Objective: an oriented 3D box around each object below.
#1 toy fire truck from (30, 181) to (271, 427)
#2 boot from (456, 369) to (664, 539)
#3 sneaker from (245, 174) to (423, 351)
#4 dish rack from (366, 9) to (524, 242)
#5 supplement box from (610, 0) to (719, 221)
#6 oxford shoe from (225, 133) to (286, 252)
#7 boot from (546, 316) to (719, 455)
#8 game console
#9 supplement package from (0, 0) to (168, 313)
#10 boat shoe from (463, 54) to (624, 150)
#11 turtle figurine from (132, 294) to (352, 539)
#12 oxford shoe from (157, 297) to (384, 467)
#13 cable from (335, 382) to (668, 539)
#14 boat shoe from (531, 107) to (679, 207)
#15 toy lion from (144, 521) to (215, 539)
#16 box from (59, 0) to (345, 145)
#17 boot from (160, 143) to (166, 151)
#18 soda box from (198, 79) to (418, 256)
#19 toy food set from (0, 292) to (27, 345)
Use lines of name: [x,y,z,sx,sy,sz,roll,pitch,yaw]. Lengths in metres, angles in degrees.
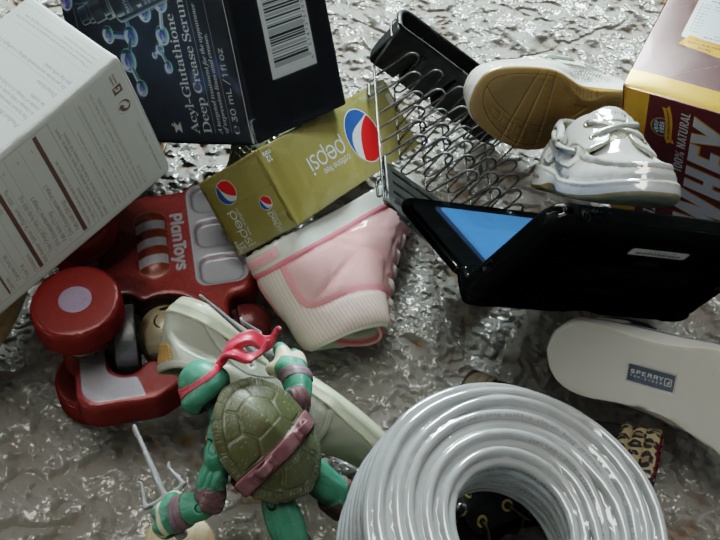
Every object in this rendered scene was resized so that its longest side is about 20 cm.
toy fire truck: [-0.155,0.019,1.111,0.165,0.113,0.202,-10,49,-5]
boot: [0.115,0.162,0.995,0.149,0.074,0.201,12,45,14]
sneaker: [0.000,0.000,1.153,0.200,0.075,0.106,-31,91,-50]
dish rack: [0.072,-0.094,1.182,0.054,0.153,0.202,-37,38,33]
supplement box: [0.328,-0.134,1.197,0.195,0.134,0.201,18,52,19]
oxford shoe: [-0.083,-0.069,1.225,0.074,0.058,0.202,0,62,11]
boot: [0.235,0.075,1.040,0.198,0.074,0.090,22,14,25]
game console: [0.157,-0.033,1.049,0.198,0.176,0.118,4,61,-29]
supplement package: [-0.256,-0.071,1.045,0.200,0.118,0.117,-42,53,-17]
boat shoe: [0.149,-0.144,1.226,0.198,0.071,0.069,4,33,-42]
turtle figurine: [-0.065,0.118,0.927,0.149,0.101,0.201,-41,95,-18]
oxford shoe: [-0.057,0.095,1.025,0.199,0.075,0.058,34,70,-8]
cable: [0.086,0.165,0.888,0.199,0.069,0.200,40,55,9]
boat shoe: [0.178,-0.086,1.101,0.070,0.070,0.200,7,6,-16]
toy lion: [-0.094,0.262,0.931,0.191,0.069,0.200,36,58,21]
box: [-0.127,-0.185,1.154,0.198,0.150,0.107,6,25,44]
boot: [-0.246,-0.085,1.240,0.152,0.074,0.202,7,52,5]
soda box: [-0.036,-0.083,1.163,0.067,0.065,0.200,-25,8,36]
toy food set: [-0.339,0.006,1.138,0.198,0.049,0.200,20,79,20]
